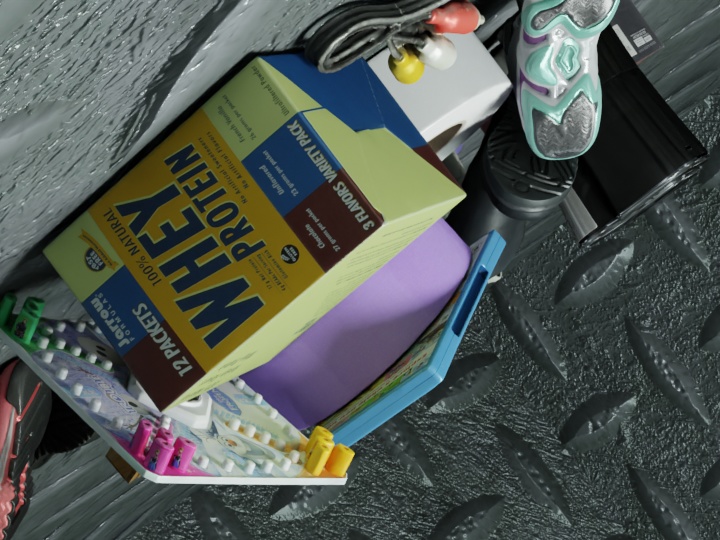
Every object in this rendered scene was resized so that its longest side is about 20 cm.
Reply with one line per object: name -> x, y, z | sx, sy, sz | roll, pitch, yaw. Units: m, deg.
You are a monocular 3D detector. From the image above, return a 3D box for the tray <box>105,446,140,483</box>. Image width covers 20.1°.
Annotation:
tray -> -0.129, 0.100, 1.763 | 0.200, 0.037, 0.099 | -41, 176, -24

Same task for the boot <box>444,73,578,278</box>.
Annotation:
boot -> 0.119, -0.052, 1.689 | 0.201, 0.076, 0.169 | -82, -171, -56

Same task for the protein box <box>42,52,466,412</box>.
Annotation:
protein box -> -0.066, -0.033, 1.366 | 0.200, 0.135, 0.198 | -40, 174, 19

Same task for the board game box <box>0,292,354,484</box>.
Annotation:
board game box -> -0.128, 0.080, 1.391 | 0.199, 0.200, 0.026 | 8, 114, -51

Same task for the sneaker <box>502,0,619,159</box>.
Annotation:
sneaker -> 0.146, -0.202, 1.591 | 0.140, 0.077, 0.202 | -108, -158, -59

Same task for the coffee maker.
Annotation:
coffee maker -> 0.211, -0.148, 1.773 | 0.134, 0.201, 0.192 | -32, 172, -44

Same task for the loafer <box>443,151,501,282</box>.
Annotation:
loafer -> 0.083, -0.067, 1.835 | 0.069, 0.201, 0.070 | 4, -133, 25

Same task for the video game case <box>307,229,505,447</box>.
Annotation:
video game case -> 0.034, 0.058, 1.532 | 0.143, 0.018, 0.200 | -37, -167, 33

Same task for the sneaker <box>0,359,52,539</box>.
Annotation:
sneaker -> -0.307, 0.147, 1.636 | 0.074, 0.086, 0.201 | -65, 175, -52

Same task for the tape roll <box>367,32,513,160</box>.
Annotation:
tape roll -> 0.021, -0.110, 1.592 | 0.202, 0.071, 0.202 | -37, 174, -4

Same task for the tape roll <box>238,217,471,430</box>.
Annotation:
tape roll -> -0.008, 0.030, 1.568 | 0.200, 0.066, 0.200 | -43, -169, 11

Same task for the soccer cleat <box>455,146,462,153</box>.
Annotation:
soccer cleat -> 0.040, -0.079, 1.891 | 0.199, 0.077, 0.067 | -30, 170, -49

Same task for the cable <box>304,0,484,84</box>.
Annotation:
cable -> 0.034, -0.162, 1.374 | 0.097, 0.050, 0.200 | -41, 174, 20

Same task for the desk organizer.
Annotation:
desk organizer -> 0.196, -0.192, 1.969 | 0.199, 0.072, 0.077 | -32, 174, -38

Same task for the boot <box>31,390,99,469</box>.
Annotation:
boot -> -0.214, 0.096, 1.716 | 0.157, 0.080, 0.211 | -24, 177, -37
